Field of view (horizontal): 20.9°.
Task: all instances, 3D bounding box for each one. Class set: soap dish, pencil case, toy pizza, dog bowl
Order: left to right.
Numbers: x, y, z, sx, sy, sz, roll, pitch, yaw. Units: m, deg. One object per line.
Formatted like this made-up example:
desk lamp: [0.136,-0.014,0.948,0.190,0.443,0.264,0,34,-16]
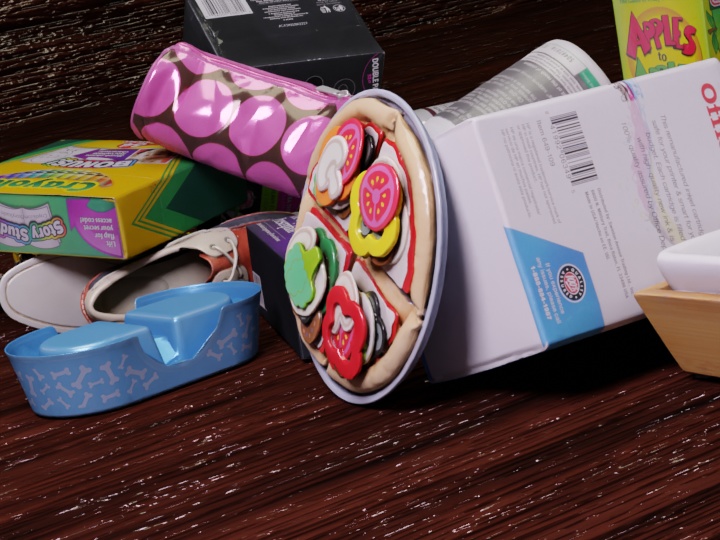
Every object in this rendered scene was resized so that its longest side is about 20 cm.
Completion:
dog bowl: [-0.156,0.056,1.400,0.200,0.050,0.111,-20,14,-38]
pencil case: [-0.085,-0.122,1.566,0.200,0.094,0.091,18,27,19]
toy pizza: [-0.005,-0.016,1.240,0.032,0.201,0.200,3,4,-27]
soap dish: [0.288,0.010,1.158,0.200,0.081,0.157,-18,13,-33]

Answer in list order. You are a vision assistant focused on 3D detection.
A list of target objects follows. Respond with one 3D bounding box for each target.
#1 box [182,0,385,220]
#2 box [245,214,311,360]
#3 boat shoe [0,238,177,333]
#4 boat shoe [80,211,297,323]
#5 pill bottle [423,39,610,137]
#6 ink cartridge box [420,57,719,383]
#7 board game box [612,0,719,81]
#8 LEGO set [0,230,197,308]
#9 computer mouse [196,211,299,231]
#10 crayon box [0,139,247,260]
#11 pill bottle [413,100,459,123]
box: [-0.076,-0.136,1.734,0.148,0.200,0.124,-9,42,-19]
box: [0.000,0.000,1.478,0.141,0.079,0.200,-9,11,-11]
boat shoe: [-0.209,0.006,1.630,0.200,0.075,0.062,-13,13,-25]
boat shoe: [-0.129,0.001,1.576,0.200,0.071,0.063,-18,-3,-10]
pill bottle: [0.120,-0.103,1.685,0.200,0.113,0.113,-34,18,-17]
ink cartridge box: [0.137,-0.031,1.254,0.200,0.147,0.146,-16,-4,-30]
board game box: [0.272,-0.142,1.624,0.048,0.200,0.102,-18,13,-34]
LEGO set: [-0.246,-0.041,1.780,0.200,0.116,0.154,-11,11,-5]
computer mouse: [-0.034,-0.021,1.652,0.200,0.044,0.110,2,-17,37]
crayon box: [-0.225,-0.063,1.629,0.200,0.058,0.172,3,18,32]
pill bottle: [0.098,-0.100,1.796,0.200,0.113,0.113,-14,12,-18]
